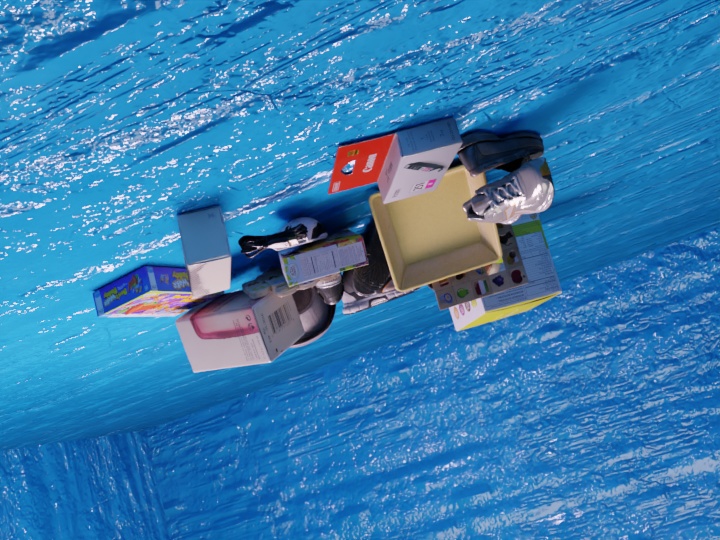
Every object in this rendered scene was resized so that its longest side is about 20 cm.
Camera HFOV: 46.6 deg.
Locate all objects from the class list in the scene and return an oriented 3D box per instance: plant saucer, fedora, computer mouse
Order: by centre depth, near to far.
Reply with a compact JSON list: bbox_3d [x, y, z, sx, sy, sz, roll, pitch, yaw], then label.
[{"bbox_3d":[-0.112,-0.060,1.349,0.107,0.045,0.200,-16,-178,17],"label":"computer mouse"},{"bbox_3d":[0.127,-0.082,1.419,0.195,0.203,0.049,-17,-147,4],"label":"plant saucer"},{"bbox_3d":[-0.144,0.056,1.657,0.176,0.199,0.091,-41,142,-15],"label":"fedora"}]

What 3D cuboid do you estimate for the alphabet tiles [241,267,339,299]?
[{"bbox_3d":[-0.120,0.008,1.549,0.196,0.015,0.195,-19,-165,-16],"label":"alphabet tiles"}]

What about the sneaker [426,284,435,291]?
[{"bbox_3d":[0.118,-0.012,1.638,0.196,0.061,0.104,24,-171,19],"label":"sneaker"}]

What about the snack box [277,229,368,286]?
[{"bbox_3d":[-0.070,-0.025,1.452,0.139,0.054,0.200,-14,-172,-6],"label":"snack box"}]

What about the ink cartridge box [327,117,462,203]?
[{"bbox_3d":[0.045,-0.148,1.225,0.170,0.045,0.200,-17,168,-10],"label":"ink cartridge box"}]

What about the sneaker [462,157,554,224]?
[{"bbox_3d":[0.222,-0.111,1.282,0.090,0.078,0.200,-11,168,-19],"label":"sneaker"}]

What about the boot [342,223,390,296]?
[{"bbox_3d":[0.001,-0.001,1.594,0.065,0.167,0.200,31,155,-10],"label":"boot"}]

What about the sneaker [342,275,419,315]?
[{"bbox_3d":[0.047,0.025,1.710,0.195,0.082,0.074,-18,173,3],"label":"sneaker"}]

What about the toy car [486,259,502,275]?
[{"bbox_3d":[0.187,-0.078,1.633,0.195,0.161,0.165,14,161,-4],"label":"toy car"}]

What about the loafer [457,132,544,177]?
[{"bbox_3d":[0.222,-0.174,1.305,0.197,0.064,0.071,-6,164,-42],"label":"loafer"}]

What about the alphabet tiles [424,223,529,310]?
[{"bbox_3d":[0.190,-0.051,1.477,0.163,0.205,0.008,-16,172,4],"label":"alphabet tiles"}]

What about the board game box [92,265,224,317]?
[{"bbox_3d":[-0.358,0.040,1.499,0.132,0.046,0.199,-23,167,27],"label":"board game box"}]

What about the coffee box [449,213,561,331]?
[{"bbox_3d":[0.307,0.003,1.904,0.195,0.202,0.200,-13,168,-16],"label":"coffee box"}]

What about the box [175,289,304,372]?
[{"bbox_3d":[-0.225,0.106,1.566,0.196,0.111,0.128,-10,-164,32],"label":"box"}]

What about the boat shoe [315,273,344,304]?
[{"bbox_3d":[-0.064,0.015,1.613,0.067,0.058,0.200,-15,-166,0],"label":"boat shoe"}]

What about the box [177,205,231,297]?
[{"bbox_3d":[-0.238,-0.025,1.288,0.067,0.084,0.200,-13,166,-12],"label":"box"}]
